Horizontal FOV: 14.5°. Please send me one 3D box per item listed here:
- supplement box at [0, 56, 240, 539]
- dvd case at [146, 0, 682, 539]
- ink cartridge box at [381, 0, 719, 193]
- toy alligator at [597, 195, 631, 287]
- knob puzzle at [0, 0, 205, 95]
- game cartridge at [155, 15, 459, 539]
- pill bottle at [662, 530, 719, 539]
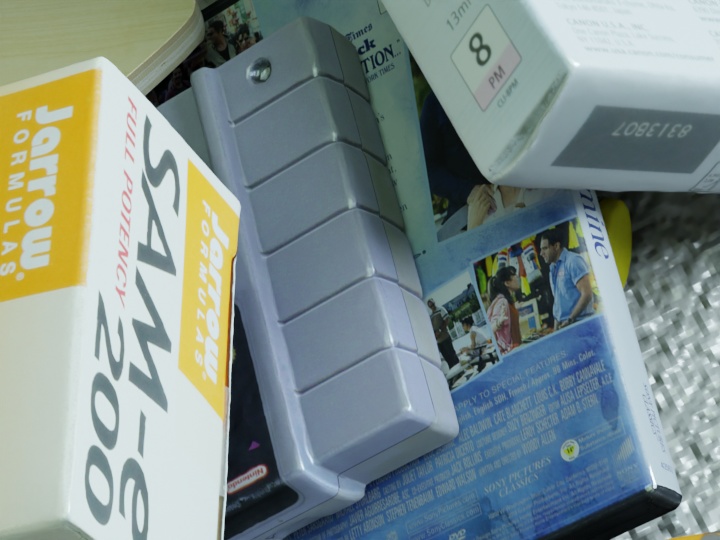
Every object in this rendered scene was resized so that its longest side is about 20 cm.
[{"bbox_3d":[-0.133,0.040,0.678,0.200,0.074,0.126,-15,54,21],"label":"supplement box"},{"bbox_3d":[0.000,0.000,0.762,0.143,0.018,0.200,-29,59,27],"label":"dvd case"},{"bbox_3d":[0.062,-0.107,0.765,0.057,0.163,0.200,-56,50,34],"label":"ink cartridge box"},{"bbox_3d":[0.039,-0.006,0.777,0.059,0.054,0.200,5,67,20],"label":"toy alligator"},{"bbox_3d":[-0.138,-0.055,0.819,0.220,0.030,0.220,-11,40,9],"label":"knob puzzle"},{"bbox_3d":[-0.073,0.031,0.772,0.200,0.038,0.130,-30,54,25],"label":"game cartridge"},{"bbox_3d":[0.162,0.106,0.651,0.200,0.116,0.116,-10,63,12],"label":"pill bottle"}]
